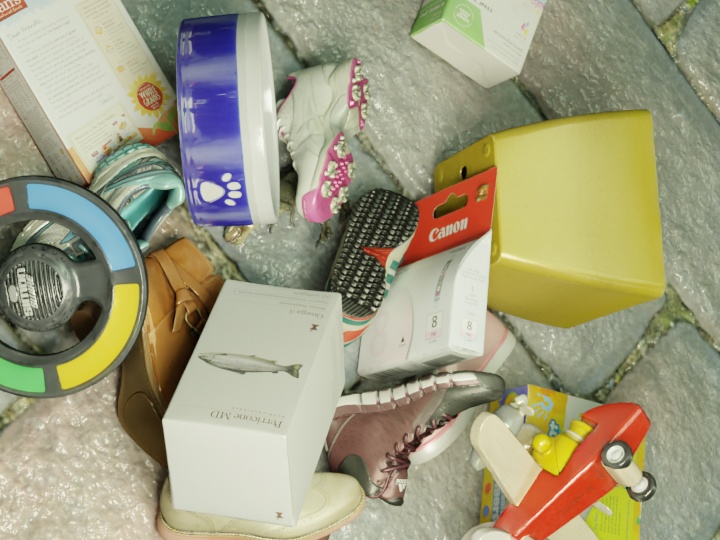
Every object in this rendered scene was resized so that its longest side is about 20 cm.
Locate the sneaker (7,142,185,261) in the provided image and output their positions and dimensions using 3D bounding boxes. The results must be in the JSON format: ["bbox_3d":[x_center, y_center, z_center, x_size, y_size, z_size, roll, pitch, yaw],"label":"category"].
[{"bbox_3d":[-0.242,-0.031,1.576,0.200,0.086,0.078,-48,133,-7],"label":"sneaker"}]

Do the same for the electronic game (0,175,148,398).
[{"bbox_3d":[-0.287,0.015,1.538,0.199,0.042,0.201,1,99,5],"label":"electronic game"}]

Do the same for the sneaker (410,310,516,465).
[{"bbox_3d":[0.077,0.102,1.786,0.105,0.075,0.200,48,53,-15],"label":"sneaker"}]

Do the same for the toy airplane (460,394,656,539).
[{"bbox_3d":[0.176,0.212,1.707,0.198,0.141,0.201,-3,124,-25],"label":"toy airplane"}]

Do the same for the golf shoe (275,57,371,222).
[{"bbox_3d":[-0.048,-0.129,1.745,0.075,0.091,0.201,73,24,-49],"label":"golf shoe"}]

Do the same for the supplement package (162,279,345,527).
[{"bbox_3d":[-0.092,0.118,1.577,0.116,0.118,0.200,7,39,10],"label":"supplement package"}]

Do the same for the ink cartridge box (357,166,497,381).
[{"bbox_3d":[0.067,0.003,1.751,0.057,0.162,0.201,13,71,-31],"label":"ink cartridge box"}]

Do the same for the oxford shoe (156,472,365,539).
[{"bbox_3d":[-0.089,0.212,1.616,0.199,0.074,0.071,-7,42,-15],"label":"oxford shoe"}]

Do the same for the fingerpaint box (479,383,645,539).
[{"bbox_3d":[0.214,0.239,1.839,0.166,0.073,0.201,15,71,-29],"label":"fingerpaint box"}]

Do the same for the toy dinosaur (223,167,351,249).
[{"bbox_3d":[-0.051,-0.076,1.767,0.088,0.047,0.200,49,55,-5],"label":"toy dinosaur"}]

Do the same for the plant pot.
[{"bbox_3d":[0.187,-0.056,1.826,0.176,0.200,0.201,3,77,-26],"label":"plant pot"}]

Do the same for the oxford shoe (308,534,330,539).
[{"bbox_3d":[-0.071,0.291,1.664,0.200,0.071,0.073,-57,133,-28],"label":"oxford shoe"}]

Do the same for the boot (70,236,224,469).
[{"bbox_3d":[-0.170,0.078,1.642,0.155,0.074,0.201,-40,110,-42],"label":"boot"}]

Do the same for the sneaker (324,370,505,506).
[{"bbox_3d":[0.055,0.169,1.693,0.076,0.199,0.116,25,54,-61],"label":"sneaker"}]

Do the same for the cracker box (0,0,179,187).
[{"bbox_3d":[-0.269,-0.191,1.648,0.134,0.058,0.201,-34,99,-33],"label":"cracker box"}]

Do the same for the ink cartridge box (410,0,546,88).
[{"bbox_3d":[0.147,-0.321,1.934,0.117,0.067,0.201,31,64,-22],"label":"ink cartridge box"}]

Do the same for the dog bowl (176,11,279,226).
[{"bbox_3d":[-0.123,-0.142,1.640,0.078,0.200,0.201,-4,79,1],"label":"dog bowl"}]

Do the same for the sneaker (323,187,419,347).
[{"bbox_3d":[0.000,0.000,1.766,0.070,0.094,0.200,25,44,-3],"label":"sneaker"}]
